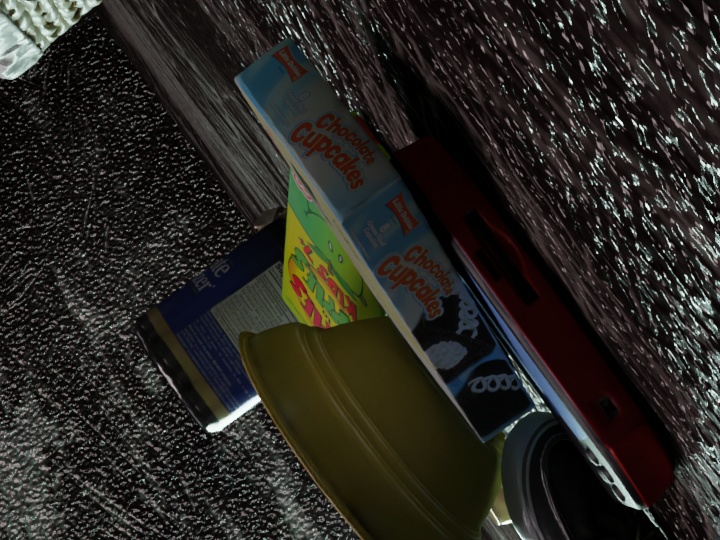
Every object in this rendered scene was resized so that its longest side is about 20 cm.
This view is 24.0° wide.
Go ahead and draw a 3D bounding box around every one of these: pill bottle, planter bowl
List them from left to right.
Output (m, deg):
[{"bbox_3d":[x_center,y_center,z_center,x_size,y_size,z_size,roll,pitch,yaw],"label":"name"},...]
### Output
[{"bbox_3d":[-0.071,0.030,1.348,0.112,0.199,0.112,54,175,7],"label":"pill bottle"},{"bbox_3d":[0.025,0.088,0.954,0.201,0.083,0.200,50,-174,-7],"label":"planter bowl"}]

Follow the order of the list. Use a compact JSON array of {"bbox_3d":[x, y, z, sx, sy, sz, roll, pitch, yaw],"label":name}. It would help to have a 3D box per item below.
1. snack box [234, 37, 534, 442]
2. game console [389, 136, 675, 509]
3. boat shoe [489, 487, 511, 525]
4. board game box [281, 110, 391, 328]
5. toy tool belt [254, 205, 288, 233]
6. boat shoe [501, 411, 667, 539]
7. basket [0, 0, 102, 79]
[{"bbox_3d":[0.015,-0.011,0.825,0.116,0.037,0.200,53,178,41],"label":"snack box"},{"bbox_3d":[0.080,0.031,0.836,0.201,0.031,0.177,55,175,8],"label":"game console"},{"bbox_3d":[0.087,0.170,1.585,0.201,0.063,0.073,58,175,-31],"label":"boat shoe"},{"bbox_3d":[0.000,0.000,1.045,0.102,0.047,0.200,52,161,19],"label":"board game box"},{"bbox_3d":[-0.046,0.026,1.555,0.125,0.122,0.200,51,175,39],"label":"toy tool belt"},{"bbox_3d":[0.145,0.164,0.943,0.066,0.070,0.201,5,126,52],"label":"boat shoe"},{"bbox_3d":[-0.182,-0.232,0.836,0.199,0.160,0.200,54,175,3],"label":"basket"}]
